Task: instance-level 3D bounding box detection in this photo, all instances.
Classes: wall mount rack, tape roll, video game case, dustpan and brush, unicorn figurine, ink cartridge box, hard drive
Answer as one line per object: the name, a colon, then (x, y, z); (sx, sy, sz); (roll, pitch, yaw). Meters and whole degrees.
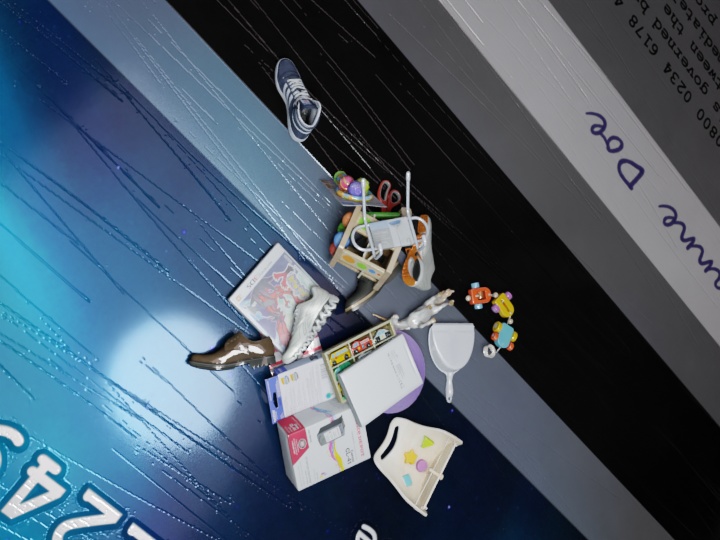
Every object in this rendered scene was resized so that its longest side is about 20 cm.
wall mount rack: (0.070, -0.122, 1.433); (0.194, 0.075, 0.179); (-10, 75, -20)
tape roll: (0.065, 0.252, 1.590); (0.194, 0.065, 0.207); (2, 86, -23)
video game case: (-0.186, 0.071, 1.496); (0.200, 0.023, 0.183); (46, 67, -14)
dustpan and brush: (0.241, 0.247, 1.681); (0.135, 0.057, 0.207); (2, 79, -22)
unicorn figurine: (0.152, 0.111, 1.618); (0.196, 0.136, 0.076); (-12, 80, -38)
ink cartridge box: (-0.086, 0.400, 1.486); (0.195, 0.085, 0.152); (-17, 107, -23)
ink cartridge box: (-0.133, 0.271, 1.496); (0.195, 0.042, 0.123); (-18, 113, -27)
hard drive: (0.049, 0.257, 1.492); (0.197, 0.026, 0.135); (-28, 98, -30)

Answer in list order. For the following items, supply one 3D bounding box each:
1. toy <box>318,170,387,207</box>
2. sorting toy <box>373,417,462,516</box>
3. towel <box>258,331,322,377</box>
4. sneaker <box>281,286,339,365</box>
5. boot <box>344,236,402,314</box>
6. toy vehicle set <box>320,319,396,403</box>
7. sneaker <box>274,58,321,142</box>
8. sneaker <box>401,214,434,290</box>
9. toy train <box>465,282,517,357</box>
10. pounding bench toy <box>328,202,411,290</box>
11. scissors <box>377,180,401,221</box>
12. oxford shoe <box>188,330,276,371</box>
toy: (-0.020, -0.204, 1.516); (0.112, 0.200, 0.049); (-1, 111, -21)
sorting toy: (0.128, 0.470, 1.589); (0.178, 0.107, 0.203); (35, 74, -10)
towel: (-0.168, 0.162, 1.517); (0.141, 0.023, 0.206); (-17, 93, -25)
sneaker: (-0.131, 0.128, 1.472); (0.080, 0.075, 0.202); (35, 67, -3)
boot: (0.000, 0.000, 1.583); (0.200, 0.077, 0.140); (-43, 99, -34)
toy vehicle set: (0.011, 0.215, 1.513); (0.196, 0.026, 0.128); (-24, 96, -27)
sneaker: (-0.150, -0.425, 1.522); (0.068, 0.108, 0.207); (-14, 91, -24)
sneaker: (0.161, -0.044, 1.662); (0.091, 0.074, 0.206); (30, 64, -46)
toy train: (0.355, 0.131, 1.736); (0.146, 0.055, 0.207); (-10, 87, -23)
pounding bench toy: (0.023, -0.091, 1.520); (0.153, 0.125, 0.204); (26, 66, -5)
scissors: (0.056, -0.140, 1.620); (0.072, 0.014, 0.205); (32, 60, -25)
oxford shoe: (-0.292, 0.183, 1.432); (0.194, 0.072, 0.087); (-5, 85, -19)
